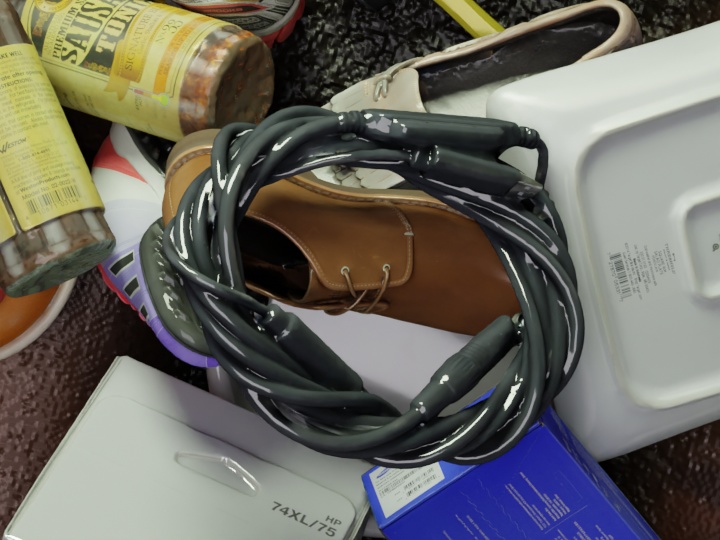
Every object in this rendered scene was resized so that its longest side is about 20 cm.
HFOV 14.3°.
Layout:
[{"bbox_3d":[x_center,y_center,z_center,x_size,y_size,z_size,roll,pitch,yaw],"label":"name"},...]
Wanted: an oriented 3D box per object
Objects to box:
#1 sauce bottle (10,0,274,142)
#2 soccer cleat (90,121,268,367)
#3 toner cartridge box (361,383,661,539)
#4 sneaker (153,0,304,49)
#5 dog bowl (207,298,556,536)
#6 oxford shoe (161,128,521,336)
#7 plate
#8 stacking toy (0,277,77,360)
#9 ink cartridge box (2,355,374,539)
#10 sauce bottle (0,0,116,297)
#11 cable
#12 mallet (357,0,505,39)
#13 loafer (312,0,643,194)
[{"bbox_3d":[-0.139,-0.111,1.429,0.199,0.066,0.066,17,100,27],"label":"sauce bottle"},{"bbox_3d":[-0.095,-0.004,1.405,0.068,0.200,0.073,18,118,-27],"label":"soccer cleat"},{"bbox_3d":[0.093,0.144,1.399,0.095,0.043,0.200,-32,127,10],"label":"toner cartridge box"},{"bbox_3d":[-0.115,-0.184,1.424,0.199,0.082,0.078,27,79,4],"label":"sneaker"},{"bbox_3d":[0.013,0.042,1.446,0.199,0.059,0.201,1,96,9],"label":"dog bowl"},{"bbox_3d":[0.000,0.000,1.341,0.199,0.071,0.072,16,125,-6],"label":"oxford shoe"},{"bbox_3d":[0.175,-0.018,1.377,0.199,0.032,0.200,-17,110,-6],"label":"plate"},{"bbox_3d":[-0.228,-0.011,1.410,0.145,0.200,0.147,1,98,11],"label":"stacking toy"},{"bbox_3d":[-0.099,0.178,1.401,0.146,0.146,0.201,23,130,6],"label":"ink cartridge box"},{"bbox_3d":[-0.181,-0.089,1.386,0.064,0.065,0.201,-24,81,12],"label":"sauce bottle"},{"bbox_3d":[0.004,0.007,1.290,0.199,0.051,0.164,2,84,-24],"label":"cable"},{"bbox_3d":[0.065,-0.104,1.436,0.066,0.041,0.200,-40,93,10],"label":"mallet"},{"bbox_3d":[0.042,-0.080,1.379,0.199,0.063,0.072,-23,68,-4],"label":"loafer"}]
